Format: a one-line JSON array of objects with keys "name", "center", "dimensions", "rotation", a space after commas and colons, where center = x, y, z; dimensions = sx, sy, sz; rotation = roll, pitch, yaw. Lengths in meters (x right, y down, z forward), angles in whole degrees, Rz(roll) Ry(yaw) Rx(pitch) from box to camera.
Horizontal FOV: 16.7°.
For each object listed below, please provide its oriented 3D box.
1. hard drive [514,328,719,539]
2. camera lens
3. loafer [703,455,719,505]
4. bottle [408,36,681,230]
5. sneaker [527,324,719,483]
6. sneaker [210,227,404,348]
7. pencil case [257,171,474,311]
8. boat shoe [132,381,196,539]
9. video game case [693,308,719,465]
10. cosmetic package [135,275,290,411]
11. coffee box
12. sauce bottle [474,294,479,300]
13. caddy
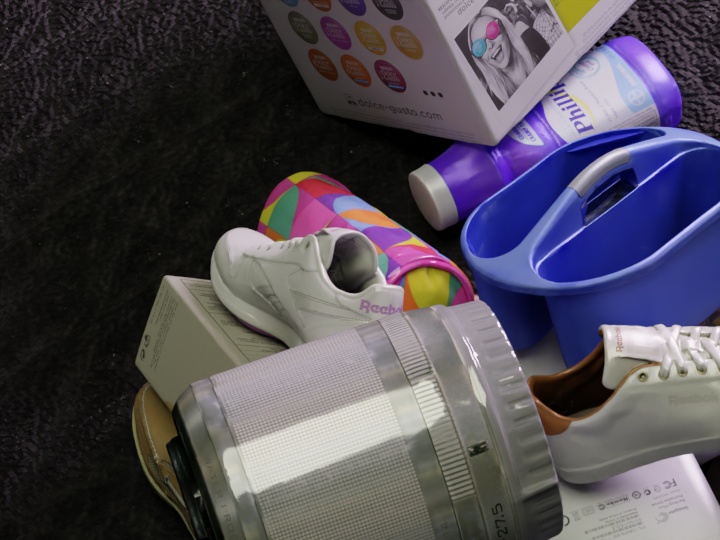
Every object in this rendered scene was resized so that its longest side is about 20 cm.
[{"name": "hard drive", "center": [0.136, 0.121, 1.524], "dimensions": [0.132, 0.027, 0.200], "rotation": [-17, 55, -10]}, {"name": "camera lens", "center": [-0.001, 0.116, 1.414], "dimensions": [0.200, 0.160, 0.160], "rotation": [-19, 52, -6]}, {"name": "loafer", "center": [0.248, 0.097, 1.592], "dimensions": [0.071, 0.073, 0.200], "rotation": [7, 53, 13]}, {"name": "bottle", "center": [0.131, -0.094, 1.766], "dimensions": [0.200, 0.065, 0.084], "rotation": [-27, 54, -13]}, {"name": "sneaker", "center": [0.191, 0.061, 1.450], "dimensions": [0.200, 0.085, 0.073], "rotation": [-23, 37, 15]}, {"name": "sneaker", "center": [-0.027, 0.007, 1.564], "dimensions": [0.075, 0.100, 0.200], "rotation": [5, 21, -35]}, {"name": "pencil case", "center": [0.000, 0.000, 1.662], "dimensions": [0.088, 0.089, 0.200], "rotation": [-29, 28, -14]}, {"name": "boat shoe", "center": [-0.097, 0.132, 1.616], "dimensions": [0.072, 0.076, 0.200], "rotation": [-29, 52, -11]}, {"name": "video game case", "center": [0.236, 0.040, 1.582], "dimensions": [0.023, 0.200, 0.182], "rotation": [30, 52, -19]}, {"name": "cosmetic package", "center": [-0.059, 0.081, 1.592], "dimensions": [0.105, 0.071, 0.200], "rotation": [9, 21, -29]}, {"name": "coffee box", "center": [0.054, -0.237, 1.769], "dimensions": [0.200, 0.198, 0.200], "rotation": [14, 51, 49]}, {"name": "sauce bottle", "center": [0.044, 0.107, 1.623], "dimensions": [0.066, 0.066, 0.200], "rotation": [14, 56, 19]}, {"name": "caddy", "center": [0.154, -0.023, 1.549], "dimensions": [0.141, 0.105, 0.200], "rotation": [20, 42, 39]}]
